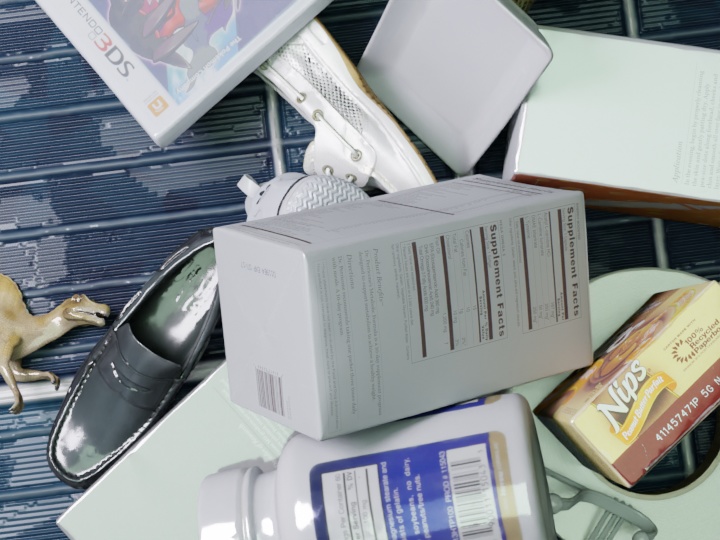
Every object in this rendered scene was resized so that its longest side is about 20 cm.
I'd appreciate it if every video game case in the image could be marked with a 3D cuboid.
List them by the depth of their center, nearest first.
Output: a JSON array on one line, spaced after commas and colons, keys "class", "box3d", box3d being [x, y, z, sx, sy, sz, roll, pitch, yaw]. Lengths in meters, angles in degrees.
[{"class": "video game case", "box3d": [-0.113, -0.211, 1.175, 0.200, 0.023, 0.182, -41, 69, -2]}]

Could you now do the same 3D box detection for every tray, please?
[{"class": "tray", "box3d": [0.060, -0.136, 1.112, 0.107, 0.200, 0.022, 43, 68, 3]}]

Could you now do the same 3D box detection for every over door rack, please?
[{"class": "over door rack", "box3d": [0.070, 0.179, 1.123, 0.199, 0.067, 0.148, 30, 109, 2]}]

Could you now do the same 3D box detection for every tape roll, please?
[{"class": "tape roll", "box3d": [0.193, 0.099, 1.167, 0.201, 0.037, 0.205, 0, 85, 1]}]

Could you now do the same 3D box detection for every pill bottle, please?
[{"class": "pill bottle", "box3d": [0.011, 0.148, 1.026, 0.198, 0.120, 0.121, -11, 86, 8]}]

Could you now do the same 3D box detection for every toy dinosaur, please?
[{"class": "toy dinosaur", "box3d": [-0.271, 0.046, 1.178, 0.198, 0.058, 0.102, 7, 71, -6]}]

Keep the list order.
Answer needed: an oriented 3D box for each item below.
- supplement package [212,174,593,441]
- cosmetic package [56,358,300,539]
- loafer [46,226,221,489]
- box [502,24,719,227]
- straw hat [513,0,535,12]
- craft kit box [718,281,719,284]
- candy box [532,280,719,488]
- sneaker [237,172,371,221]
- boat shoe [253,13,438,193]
[{"class": "supplement package", "box3d": [0.028, 0.016, 1.042, 0.199, 0.113, 0.111, -12, 105, -30]}, {"class": "cosmetic package", "box3d": [-0.095, 0.123, 1.136, 0.090, 0.107, 0.200, 44, 89, 4]}, {"class": "loafer", "box3d": [-0.145, 0.056, 1.158, 0.068, 0.070, 0.201, 35, 87, 4]}, {"class": "box", "box3d": [0.198, -0.089, 1.136, 0.198, 0.124, 0.098, 8, 86, 2]}, {"class": "straw hat", "box3d": [0.077, -0.199, 1.130, 0.200, 0.201, 0.085, 33, 107, 3]}, {"class": "craft kit box", "box3d": [0.344, 0.063, 1.143, 0.199, 0.048, 0.199, -24, 89, -15]}, {"class": "candy box", "box3d": [0.171, 0.067, 1.051, 0.115, 0.200, 0.055, -43, 87, -2]}, {"class": "sneaker", "box3d": [0.000, 0.000, 1.160, 0.200, 0.115, 0.075, 43, 79, -32]}, {"class": "boat shoe", "box3d": [-0.008, -0.084, 1.170, 0.069, 0.071, 0.201, -37, 77, -1]}]
